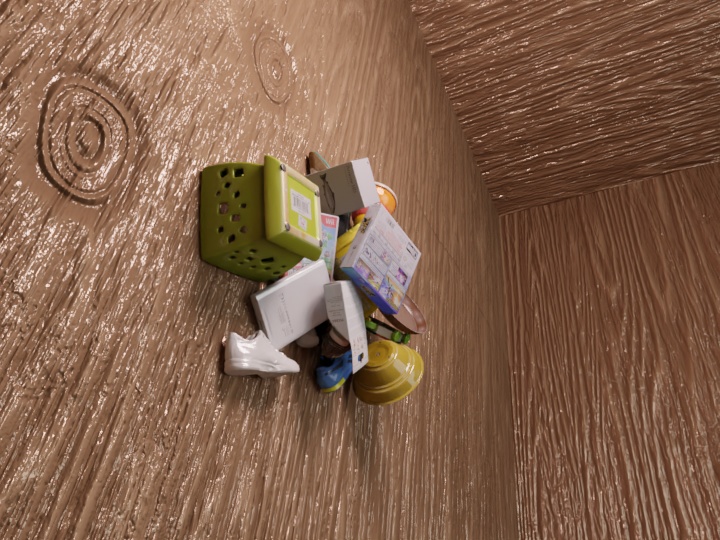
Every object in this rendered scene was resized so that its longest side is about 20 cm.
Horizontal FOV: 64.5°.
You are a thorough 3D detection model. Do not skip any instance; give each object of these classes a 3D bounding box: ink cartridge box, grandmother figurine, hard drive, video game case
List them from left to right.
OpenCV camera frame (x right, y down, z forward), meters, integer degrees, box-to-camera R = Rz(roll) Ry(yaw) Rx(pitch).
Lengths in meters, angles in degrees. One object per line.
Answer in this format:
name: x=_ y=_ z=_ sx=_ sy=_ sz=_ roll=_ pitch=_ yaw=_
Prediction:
hard drive: x=-0.139 y=0.074 z=1.238 sx=0.199 sy=0.027 sz=0.133 roll=-30 pitch=114 yaw=-41
video game case: x=-0.115 y=-0.032 z=1.289 sx=0.142 sy=0.017 sz=0.202 roll=7 pitch=88 yaw=-44
grandmother figurine: x=-0.097 y=0.128 z=1.374 sx=0.200 sy=0.060 sz=0.123 roll=-44 pitch=132 yaw=-60
ink cartridge box: x=-0.029 y=0.123 z=1.300 sx=0.160 sy=0.047 sz=0.202 roll=-6 pitch=89 yaw=-77
video game case: x=0.053 y=-0.024 z=1.360 sx=0.200 sy=0.045 sz=0.182 roll=47 pitch=56 yaw=-38

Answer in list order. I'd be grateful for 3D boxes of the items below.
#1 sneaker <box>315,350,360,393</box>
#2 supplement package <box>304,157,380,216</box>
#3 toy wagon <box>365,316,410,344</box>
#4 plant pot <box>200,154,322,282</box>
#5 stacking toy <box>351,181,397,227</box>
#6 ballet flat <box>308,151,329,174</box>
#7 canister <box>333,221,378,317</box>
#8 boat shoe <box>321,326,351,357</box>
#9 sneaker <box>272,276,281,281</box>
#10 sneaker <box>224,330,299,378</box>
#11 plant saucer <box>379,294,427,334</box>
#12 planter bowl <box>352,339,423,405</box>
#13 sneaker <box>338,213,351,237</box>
sneaker: x=-0.055 y=0.219 z=1.410 sx=0.079 sy=0.065 sz=0.200 roll=67 pitch=26 yaw=-13
supplement package: x=-0.071 y=-0.193 z=1.412 sx=0.117 sy=0.198 sz=0.118 roll=-32 pitch=106 yaw=-64
toy wagon: x=0.044 y=0.153 z=1.569 sx=0.200 sy=0.154 sz=0.040 roll=24 pitch=92 yaw=-60
plant pot: x=-0.187 y=-0.106 z=1.141 sx=0.200 sy=0.180 sz=0.201 roll=26 pitch=55 yaw=-59
stacking toy: x=0.021 y=-0.135 z=1.593 sx=0.146 sy=0.145 sz=0.201 roll=54 pitch=37 yaw=-41
ballet flat: x=-0.088 y=-0.228 z=1.534 sx=0.072 sy=0.068 sz=0.200 roll=-42 pitch=93 yaw=-17
canister: x=0.000 y=0.000 z=1.448 sx=0.148 sy=0.086 sz=0.201 roll=-36 pitch=94 yaw=-20
boat shoe: x=-0.045 y=0.166 z=1.384 sx=0.072 sy=0.060 sz=0.200 roll=39 pitch=10 yaw=7
sneaker: x=-0.142 y=-0.013 z=1.324 sx=0.200 sy=0.070 sz=0.074 roll=-10 pitch=87 yaw=-66
sneaker: x=-0.190 y=0.165 z=1.135 sx=0.200 sy=0.075 sz=0.089 roll=26 pitch=51 yaw=-58
plant saucer: x=0.103 y=0.105 z=1.581 sx=0.200 sy=0.035 sz=0.201 roll=37 pitch=22 yaw=-18
planter bowl: x=0.057 y=0.241 z=1.471 sx=0.201 sy=0.198 sz=0.084 roll=-72 pitch=145 yaw=-49
sneaker: x=-0.069 y=-0.130 z=1.555 sx=0.104 sy=0.059 sz=0.202 roll=27 pitch=58 yaw=-65
